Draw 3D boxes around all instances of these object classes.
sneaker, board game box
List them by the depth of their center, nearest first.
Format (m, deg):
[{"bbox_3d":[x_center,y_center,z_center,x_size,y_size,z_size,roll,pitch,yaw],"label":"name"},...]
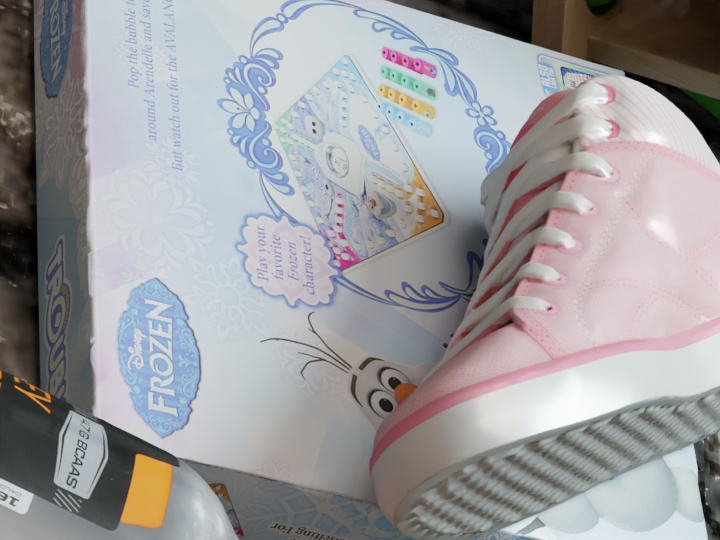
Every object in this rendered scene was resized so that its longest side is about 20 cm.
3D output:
[{"bbox_3d":[0.052,0.006,0.805,0.200,0.075,0.105,-16,70,-50],"label":"sneaker"},{"bbox_3d":[0.000,0.000,0.862,0.198,0.043,0.201,16,47,-25],"label":"board game box"}]

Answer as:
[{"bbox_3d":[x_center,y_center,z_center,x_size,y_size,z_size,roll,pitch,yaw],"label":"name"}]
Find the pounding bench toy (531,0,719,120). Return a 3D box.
[{"bbox_3d":[0.140,-0.096,0.991,0.155,0.201,0.124,18,33,26],"label":"pounding bench toy"}]

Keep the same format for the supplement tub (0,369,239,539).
[{"bbox_3d":[-0.115,0.075,0.663,0.199,0.123,0.123,28,44,-12],"label":"supplement tub"}]
